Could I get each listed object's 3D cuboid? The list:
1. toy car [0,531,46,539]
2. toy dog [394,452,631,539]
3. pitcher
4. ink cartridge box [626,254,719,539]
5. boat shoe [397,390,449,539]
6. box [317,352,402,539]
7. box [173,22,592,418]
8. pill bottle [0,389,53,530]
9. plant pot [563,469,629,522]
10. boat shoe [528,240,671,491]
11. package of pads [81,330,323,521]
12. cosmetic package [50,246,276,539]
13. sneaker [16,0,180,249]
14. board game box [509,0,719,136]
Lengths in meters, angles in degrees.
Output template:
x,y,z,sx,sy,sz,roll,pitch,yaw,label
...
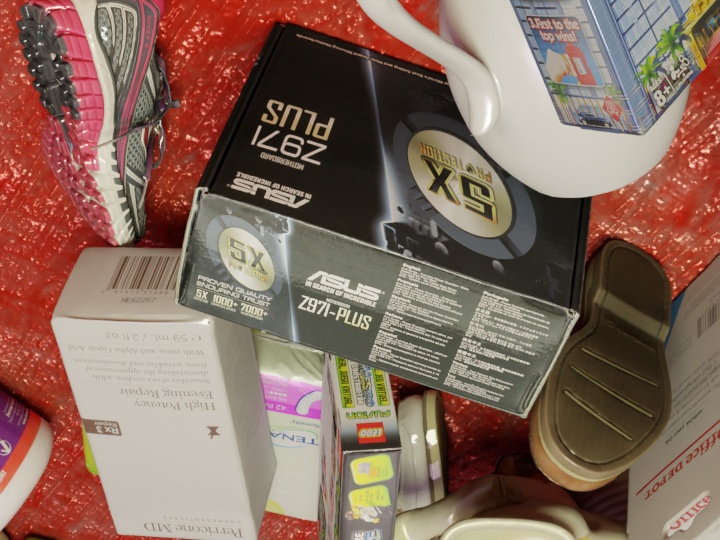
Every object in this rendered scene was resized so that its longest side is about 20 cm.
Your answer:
x,y,z,sx,sy,sz,roll,pitch,yaw,label
-0.360,0.318,1.107,0.164,0.200,0.158,12,132,5,toy car
0.108,0.181,0.831,0.193,0.200,0.140,-17,97,-6,toy dog
0.074,-0.123,0.633,0.121,0.172,0.200,18,142,46,pitcher
0.212,0.091,0.758,0.067,0.200,0.116,27,132,-10,ink cartridge box
0.030,0.164,0.955,0.068,0.075,0.200,2,132,6,boat shoe
-0.004,0.140,0.839,0.035,0.110,0.200,-2,131,-7,box
0.019,-0.033,0.727,0.199,0.164,0.086,19,133,-1,box
-0.335,0.110,0.978,0.200,0.113,0.112,38,129,-19,pill bottle
0.222,0.197,0.922,0.200,0.093,0.201,8,132,9,plant pot
0.133,0.065,0.755,0.072,0.200,0.068,36,128,0,boat shoe
-0.098,0.096,0.933,0.199,0.068,0.155,11,132,6,package of pads
-0.117,0.082,0.832,0.101,0.074,0.200,1,129,10,cosmetic package
-0.144,-0.085,0.789,0.081,0.075,0.200,47,153,26,sneaker
0.110,-0.197,0.544,0.200,0.200,0.062,48,167,-27,board game box
